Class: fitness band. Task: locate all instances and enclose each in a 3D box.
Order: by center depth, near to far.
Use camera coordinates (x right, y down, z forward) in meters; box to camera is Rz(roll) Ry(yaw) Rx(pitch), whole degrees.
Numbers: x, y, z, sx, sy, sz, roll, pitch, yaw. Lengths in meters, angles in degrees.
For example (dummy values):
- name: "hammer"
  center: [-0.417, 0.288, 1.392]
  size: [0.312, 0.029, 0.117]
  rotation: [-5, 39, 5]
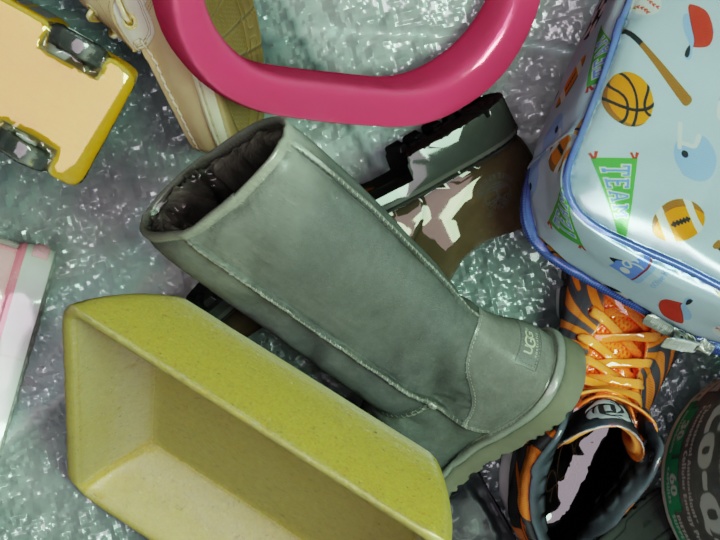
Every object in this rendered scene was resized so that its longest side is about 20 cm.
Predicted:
- name: "fitness band"
  center: [-0.004, -0.140, 1.126]
  size: [0.199, 0.037, 0.145]
  rotation: [4, 111, -32]

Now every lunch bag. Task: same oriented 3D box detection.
- name: "lunch bag"
  center: [0.170, -0.059, 1.132]
  size: [0.159, 0.076, 0.201]
  rotation: [26, 67, -7]

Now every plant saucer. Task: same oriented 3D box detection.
- name: "plant saucer"
  center: [-0.042, 0.095, 1.117]
  size: [0.199, 0.200, 0.049]
  rotation: [32, 63, 11]

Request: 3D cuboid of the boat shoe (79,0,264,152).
- name: "boat shoe"
  center: [-0.103, -0.146, 1.153]
  size: [0.069, 0.074, 0.202]
  rotation: [-12, 106, 22]

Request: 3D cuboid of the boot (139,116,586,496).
- name: "boot"
  center: [-0.019, 0.031, 1.110]
  size: [0.199, 0.073, 0.182]
  rotation: [28, 130, -29]

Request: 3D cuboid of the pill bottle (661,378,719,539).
- name: "pill bottle"
  center: [0.215, 0.090, 1.088]
  size: [0.112, 0.200, 0.114]
  rotation: [1, 82, -11]

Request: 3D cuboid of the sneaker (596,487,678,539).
- name: "sneaker"
  center: [0.137, 0.179, 1.171]
  size: [0.199, 0.060, 0.104]
  rotation: [-36, 80, -32]

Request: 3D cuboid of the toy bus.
- name: "toy bus"
  center: [-0.203, -0.116, 1.143]
  size: [0.199, 0.078, 0.065]
  rotation: [29, 94, -5]

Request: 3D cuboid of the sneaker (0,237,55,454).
- name: "sneaker"
  center: [-0.220, 0.073, 1.166]
  size: [0.104, 0.075, 0.202]
  rotation: [16, 89, -9]

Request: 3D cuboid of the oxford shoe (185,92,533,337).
- name: "oxford shoe"
  center: [0.000, 0.000, 1.170]
  size: [0.199, 0.073, 0.085]
  rotation: [-29, 104, 3]

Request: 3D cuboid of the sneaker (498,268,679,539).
- name: "sneaker"
  center: [0.125, 0.046, 1.158]
  size: [0.077, 0.112, 0.202]
  rotation: [15, 96, -4]

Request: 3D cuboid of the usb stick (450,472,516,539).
- name: "usb stick"
  center: [-0.018, 0.165, 1.208]
  size: [0.199, 0.033, 0.056]
  rotation: [-30, 90, 2]
